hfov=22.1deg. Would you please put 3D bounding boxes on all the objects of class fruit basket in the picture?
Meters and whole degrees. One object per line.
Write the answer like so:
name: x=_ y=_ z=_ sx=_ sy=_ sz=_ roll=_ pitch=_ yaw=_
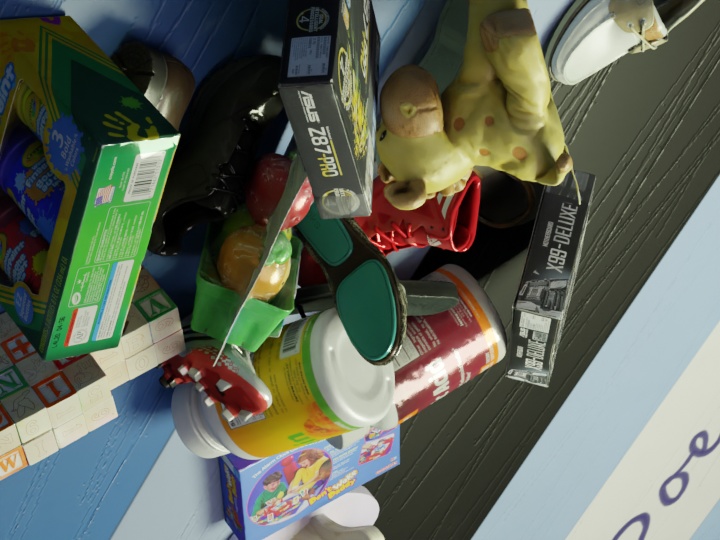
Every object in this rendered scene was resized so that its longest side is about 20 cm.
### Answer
fruit basket: x=-0.073 y=-0.037 z=1.573 sx=0.093 sy=0.186 sz=0.200 roll=26 pitch=116 yaw=-12

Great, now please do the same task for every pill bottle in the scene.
pill bottle: x=0.038 y=0.089 z=1.851 sx=0.199 sy=0.114 sz=0.114 roll=-31 pitch=143 yaw=-17
pill bottle: x=-0.077 y=0.112 z=1.706 sx=0.199 sy=0.112 sz=0.111 roll=-20 pitch=158 yaw=34

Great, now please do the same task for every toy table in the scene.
toy table: x=-0.038 y=0.323 z=2.020 sx=0.199 sy=0.117 sz=0.184 roll=-22 pitch=140 yaw=-28

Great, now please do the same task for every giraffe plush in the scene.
giraffe plush: x=0.083 y=-0.130 z=1.555 sx=0.161 sy=0.201 sz=0.173 roll=-16 pitch=-175 yaw=6

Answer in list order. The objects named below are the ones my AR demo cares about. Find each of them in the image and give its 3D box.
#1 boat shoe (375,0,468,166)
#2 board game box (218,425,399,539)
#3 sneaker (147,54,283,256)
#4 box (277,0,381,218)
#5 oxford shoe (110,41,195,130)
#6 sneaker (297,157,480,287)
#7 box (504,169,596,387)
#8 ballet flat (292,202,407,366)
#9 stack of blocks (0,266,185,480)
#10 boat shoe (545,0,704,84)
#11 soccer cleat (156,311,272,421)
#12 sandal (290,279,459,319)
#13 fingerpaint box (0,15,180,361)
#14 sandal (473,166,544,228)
boat shoe: x=0.083 y=-0.169 z=1.665 sx=0.060 sy=0.072 sz=0.202 roll=11 pitch=116 yaw=-44
board game box: x=-0.051 y=0.193 z=1.934 sx=0.199 sy=0.045 sz=0.135 roll=-26 pitch=141 yaw=-23
sneaker: x=-0.118 y=-0.091 z=1.535 sx=0.200 sy=0.091 sz=0.076 roll=-49 pitch=139 yaw=6
box: x=-0.022 y=-0.167 z=1.470 sx=0.049 sy=0.201 sz=0.162 roll=-3 pitch=142 yaw=9
oxford shoe: x=-0.193 y=-0.084 z=1.487 sx=0.084 sy=0.073 sz=0.200 roll=14 pitch=117 yaw=-52
sneaker: x=0.029 y=-0.036 z=1.711 sx=0.200 sy=0.116 sz=0.078 roll=-49 pitch=144 yaw=9
box: x=0.190 y=0.009 z=1.852 sx=0.200 sy=0.049 sz=0.158 roll=84 pitch=21 yaw=-68
ballet flat: x=0.000 y=0.000 z=1.655 sx=0.068 sy=0.201 sz=0.075 roll=-39 pitch=154 yaw=20
stack of blocks: x=-0.250 y=0.078 z=1.561 sx=0.199 sy=0.115 sz=0.059 roll=-29 pitch=143 yaw=-20
boat shoe: x=0.264 y=-0.247 z=1.762 sx=0.200 sy=0.068 sz=0.075 roll=-44 pitch=145 yaw=2
soccer cleat: x=-0.124 y=0.076 z=1.631 sx=0.085 sy=0.200 sz=0.069 roll=-44 pitch=115 yaw=-18
sandal: x=0.006 y=0.039 z=1.745 sx=0.199 sy=0.048 sz=0.075 roll=-1 pitch=161 yaw=-25
fingerpaint box: x=-0.231 y=-0.063 z=1.389 sx=0.073 sy=0.167 sz=0.201 roll=-11 pitch=135 yaw=-39
sandal: x=0.141 y=-0.078 z=1.826 sx=0.082 sy=0.055 sz=0.200 roll=-49 pitch=151 yaw=9
